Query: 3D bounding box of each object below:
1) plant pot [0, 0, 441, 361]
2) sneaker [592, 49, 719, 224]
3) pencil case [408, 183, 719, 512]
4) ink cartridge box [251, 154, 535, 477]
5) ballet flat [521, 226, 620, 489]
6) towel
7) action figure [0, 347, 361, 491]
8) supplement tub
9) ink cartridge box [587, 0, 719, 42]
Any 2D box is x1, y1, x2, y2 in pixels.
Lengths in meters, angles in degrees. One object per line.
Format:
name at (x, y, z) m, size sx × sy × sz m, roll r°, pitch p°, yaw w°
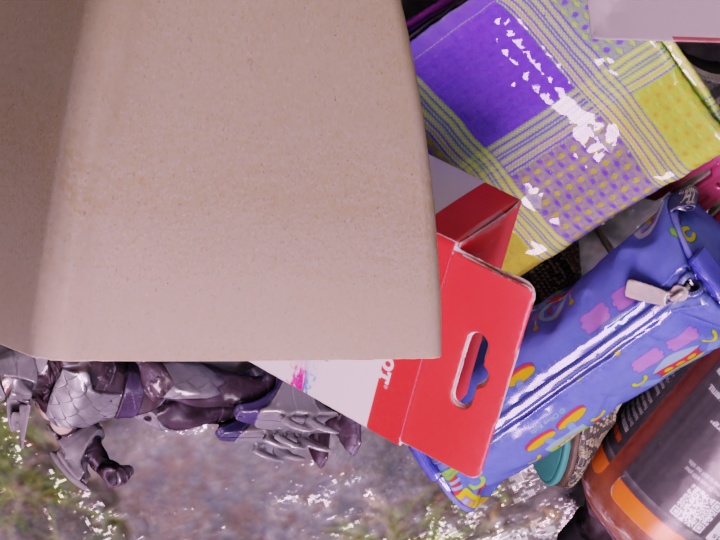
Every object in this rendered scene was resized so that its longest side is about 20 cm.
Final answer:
plant pot at (-0.088, -0.068, 0.964) m, size 0.199 × 0.200 × 0.178 m, roll 1°, pitch 100°, yaw -39°
sneaker at (0.200, -0.062, 1.184) m, size 0.199 × 0.088 × 0.074 m, roll 27°, pitch 141°, yaw -20°
pencil case at (0.108, 0.042, 1.157) m, size 0.200 × 0.087 × 0.078 m, roll -35°, pitch 87°, yaw 20°
ink cartridge box at (0.000, 0.000, 1.109) m, size 0.067 × 0.199 × 0.117 m, roll -34°, pitch 145°, yaw -51°
ballet flat at (0.116, 0.030, 1.244) m, size 0.075 × 0.068 × 0.201 m, roll -23°, pitch 124°, yaw -12°
towel at (0.067, -0.066, 1.129) m, size 0.200 × 0.023 × 0.144 m, roll -31°, pitch 108°, yaw 30°
action figure at (-0.104, 0.064, 1.186) m, size 0.199 × 0.070 × 0.130 m, roll 6°, pitch 151°, yaw -18°
supplement tub at (0.195, 0.100, 1.287) m, size 0.107 × 0.107 × 0.200 m, roll 27°, pitch 113°, yaw -30°
ink cartridge box at (0.210, -0.155, 1.061) m, size 0.199 × 0.116 × 0.068 m, roll -20°, pitch 109°, yaw -38°
